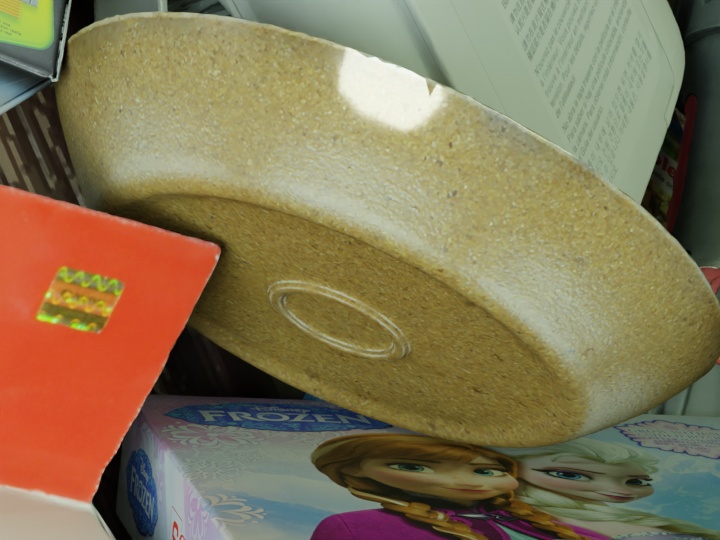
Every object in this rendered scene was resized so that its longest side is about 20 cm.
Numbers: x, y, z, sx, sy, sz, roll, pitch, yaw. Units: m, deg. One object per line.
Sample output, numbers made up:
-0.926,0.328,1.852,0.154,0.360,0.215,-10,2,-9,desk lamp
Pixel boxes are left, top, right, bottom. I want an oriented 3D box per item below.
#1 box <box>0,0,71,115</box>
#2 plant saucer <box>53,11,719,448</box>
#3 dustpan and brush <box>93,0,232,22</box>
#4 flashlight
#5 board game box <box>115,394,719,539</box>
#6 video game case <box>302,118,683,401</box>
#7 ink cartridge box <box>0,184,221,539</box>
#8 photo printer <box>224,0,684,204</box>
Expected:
-0.188,-0.083,0.741,0.199,0.110,0.035,22,62,-31,box
0.000,0.000,0.772,0.200,0.200,0.036,34,68,-26,plant saucer
-0.049,-0.097,0.856,0.200,0.057,0.140,46,53,-37,dustpan and brush
0.118,-0.015,0.976,0.068,0.067,0.201,70,27,-53,flashlight
0.046,0.081,0.783,0.199,0.199,0.041,3,101,-16,board game box
0.070,0.019,0.977,0.143,0.018,0.200,43,53,-19,video game case
-0.144,0.054,0.704,0.199,0.174,0.044,15,23,-34,ink cartridge box
0.026,-0.095,0.876,0.200,0.069,0.167,61,35,-31,photo printer
